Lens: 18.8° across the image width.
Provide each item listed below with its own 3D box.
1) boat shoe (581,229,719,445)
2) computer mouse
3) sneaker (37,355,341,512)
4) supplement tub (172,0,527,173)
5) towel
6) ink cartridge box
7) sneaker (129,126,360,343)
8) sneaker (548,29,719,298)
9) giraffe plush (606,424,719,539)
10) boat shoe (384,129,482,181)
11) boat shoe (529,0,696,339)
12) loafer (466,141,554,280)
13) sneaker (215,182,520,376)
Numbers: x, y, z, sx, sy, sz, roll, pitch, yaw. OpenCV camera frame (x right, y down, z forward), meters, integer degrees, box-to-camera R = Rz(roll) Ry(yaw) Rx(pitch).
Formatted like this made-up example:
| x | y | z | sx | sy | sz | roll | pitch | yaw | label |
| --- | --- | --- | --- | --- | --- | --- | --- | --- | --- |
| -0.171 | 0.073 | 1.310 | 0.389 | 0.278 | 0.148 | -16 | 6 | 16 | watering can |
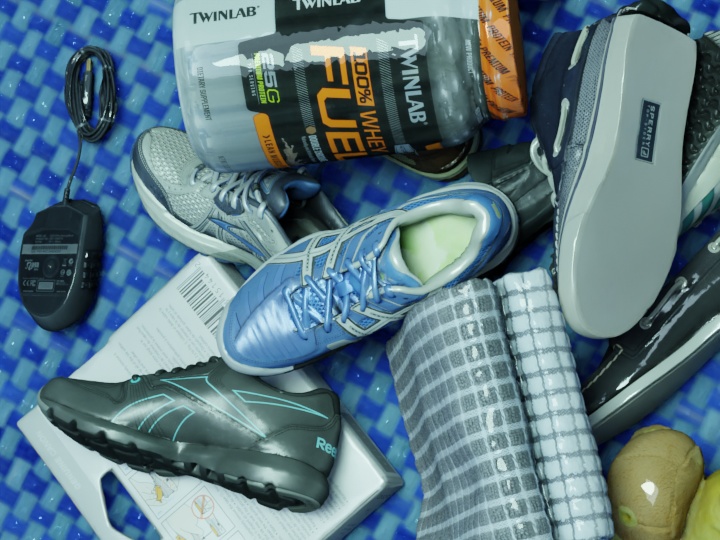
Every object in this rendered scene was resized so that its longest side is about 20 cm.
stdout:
| x | y | z | sx | sy | sz | roll | pitch | yaw | label |
| --- | --- | --- | --- | --- | --- | --- | --- | --- | --- |
| 0.187 | 0.035 | 1.324 | 0.200 | 0.074 | 0.060 | -40 | 73 | 7 | boat shoe |
| -0.192 | -0.056 | 1.485 | 0.059 | 0.034 | 0.200 | 3 | 79 | 35 | computer mouse |
| -0.106 | 0.093 | 1.377 | 0.200 | 0.075 | 0.079 | 14 | 73 | 12 | sneaker |
| -0.004 | -0.128 | 1.306 | 0.200 | 0.123 | 0.123 | -7 | 81 | 9 | supplement tub |
| 0.072 | 0.098 | 1.286 | 0.085 | 0.200 | 0.166 | -12 | 80 | -14 | towel |
| -0.100 | 0.118 | 1.422 | 0.176 | 0.045 | 0.200 | -42 | 73 | 9 | ink cartridge box |
| -0.061 | -0.042 | 1.397 | 0.200 | 0.085 | 0.077 | 35 | 54 | 12 | sneaker |
| 0.200 | -0.046 | 1.322 | 0.200 | 0.093 | 0.070 | -58 | 41 | 15 | sneaker |
| 0.212 | 0.144 | 1.279 | 0.162 | 0.173 | 0.200 | 13 | 122 | 29 | giraffe plush |
| -0.017 | -0.124 | 1.408 | 0.202 | 0.075 | 0.075 | 23 | 91 | 19 | boat shoe |
| 0.137 | -0.056 | 1.279 | 0.093 | 0.075 | 0.200 | -4 | 68 | 59 | boat shoe |
| 0.095 | -0.051 | 1.366 | 0.201 | 0.068 | 0.070 | -41 | 82 | 13 | loafer |
| 0.000 | 0.000 | 1.305 | 0.200 | 0.077 | 0.076 | -29 | 86 | 3 | sneaker |
